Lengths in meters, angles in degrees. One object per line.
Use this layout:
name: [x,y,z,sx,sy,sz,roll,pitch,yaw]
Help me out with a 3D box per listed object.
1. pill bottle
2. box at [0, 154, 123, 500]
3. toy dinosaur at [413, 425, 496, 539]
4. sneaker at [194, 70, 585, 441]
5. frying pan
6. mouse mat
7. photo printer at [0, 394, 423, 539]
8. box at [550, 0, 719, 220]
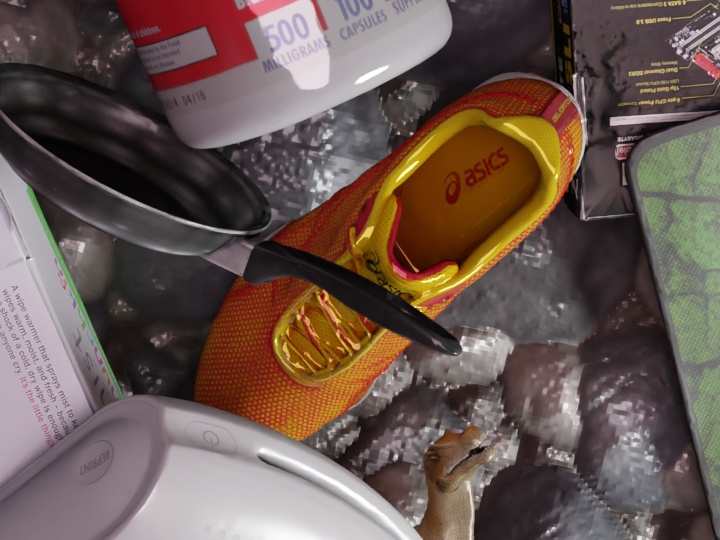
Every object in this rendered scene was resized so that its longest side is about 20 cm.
pill bottle: [-0.053,-0.154,0.863,0.112,0.112,0.201,-23,101,1]
box: [-0.204,0.002,0.889,0.176,0.097,0.201,-23,100,0]
toy dinosaur: [0.013,0.149,0.961,0.101,0.058,0.200,39,106,8]
sneaker: [0.000,0.000,0.900,0.073,0.077,0.200,43,114,1]
frying pan: [-0.052,-0.021,0.866,0.189,0.115,0.031,28,106,-6]
mouse mat: [0.197,0.015,0.932,0.160,0.008,0.201,-16,118,3]
photo printer: [-0.078,0.133,0.881,0.200,0.070,0.166,-37,130,22]
box: [0.172,-0.109,0.919,0.199,0.049,0.161,-6,103,-3]
